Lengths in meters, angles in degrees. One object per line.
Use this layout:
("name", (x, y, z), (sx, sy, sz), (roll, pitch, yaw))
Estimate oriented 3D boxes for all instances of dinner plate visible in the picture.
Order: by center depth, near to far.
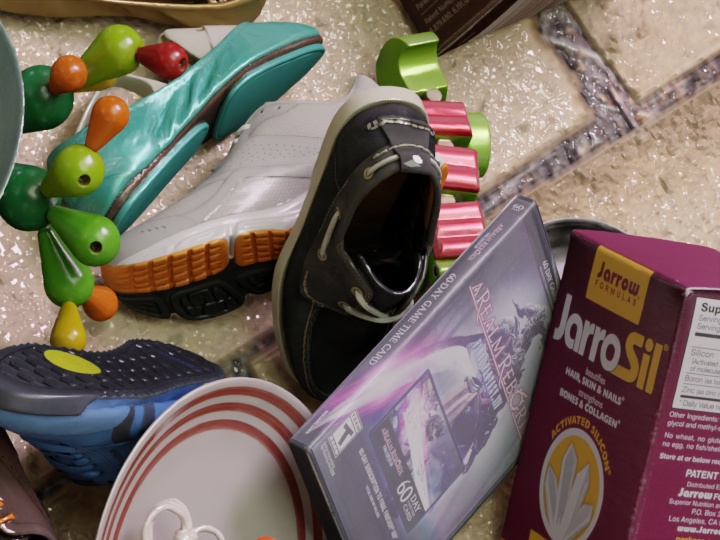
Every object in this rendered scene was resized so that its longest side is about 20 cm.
("dinner plate", (-0.077, 0.154, 1.503), (0.200, 0.024, 0.201), (-9, 101, -50))

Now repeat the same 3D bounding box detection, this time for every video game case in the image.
("video game case", (0.047, 0.075, 1.584), (0.200, 0.019, 0.143), (-46, 137, -26))

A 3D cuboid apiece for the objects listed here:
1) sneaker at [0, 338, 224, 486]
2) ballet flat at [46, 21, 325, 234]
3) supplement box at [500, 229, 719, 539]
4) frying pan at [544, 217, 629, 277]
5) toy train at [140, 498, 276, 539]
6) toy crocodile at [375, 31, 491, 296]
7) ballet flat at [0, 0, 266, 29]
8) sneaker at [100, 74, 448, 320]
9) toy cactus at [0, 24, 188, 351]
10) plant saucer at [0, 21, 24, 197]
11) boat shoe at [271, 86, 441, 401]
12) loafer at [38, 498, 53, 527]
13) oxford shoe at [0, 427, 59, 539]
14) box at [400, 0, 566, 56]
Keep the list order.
("sneaker", (-0.135, 0.080, 1.473), (0.066, 0.079, 0.200), (27, 10, 22))
("ballet flat", (-0.100, -0.097, 1.619), (0.070, 0.067, 0.200), (42, 53, 8))
("supplement box", (0.165, 0.093, 1.594), (0.103, 0.131, 0.201), (7, 101, -27))
("frying pan", (0.094, 0.031, 1.693), (0.189, 0.031, 0.115), (-10, 72, -18))
("toy train", (-0.078, 0.221, 1.450), (0.150, 0.055, 0.201), (26, 76, -50))
("toy crocodile", (0.047, -0.043, 1.664), (0.067, 0.062, 0.201), (1, 59, -16))
("ballet flat", (-0.140, -0.175, 1.629), (0.199, 0.063, 0.069), (5, 67, -27))
("sneaker", (-0.058, -0.043, 1.608), (0.199, 0.076, 0.092), (-21, 60, -19))
("toy cactus", (-0.183, -0.050, 1.522), (0.165, 0.201, 0.102), (28, 10, 24))
("plant saucer", (-0.260, -0.062, 1.486), (0.200, 0.039, 0.202), (-5, 66, 11))
("boat shoe", (0.000, 0.000, 1.558), (0.072, 0.200, 0.068), (-6, 43, -24))
("loafer", (-0.237, 0.092, 1.462), (0.200, 0.063, 0.072), (33, 58, -14))
("oxford shoe", (-0.188, 0.106, 1.420), (0.071, 0.072, 0.200), (-38, 114, -15))
("box", (0.091, -0.265, 1.734), (0.166, 0.164, 0.200), (-26, 83, -34))
